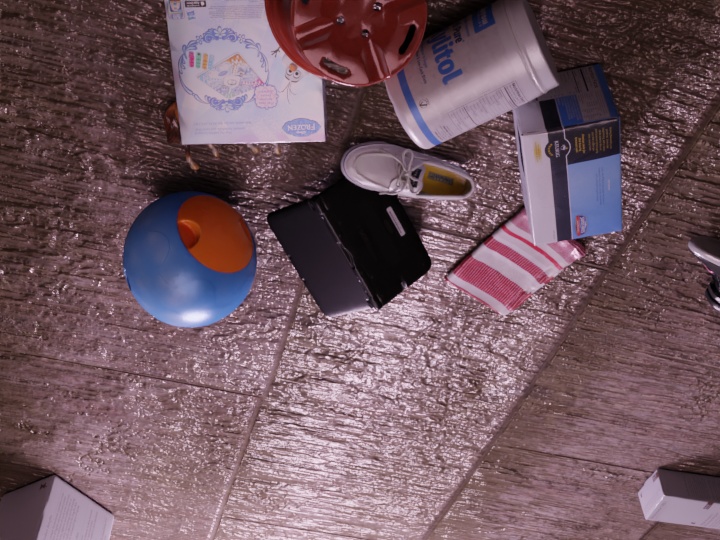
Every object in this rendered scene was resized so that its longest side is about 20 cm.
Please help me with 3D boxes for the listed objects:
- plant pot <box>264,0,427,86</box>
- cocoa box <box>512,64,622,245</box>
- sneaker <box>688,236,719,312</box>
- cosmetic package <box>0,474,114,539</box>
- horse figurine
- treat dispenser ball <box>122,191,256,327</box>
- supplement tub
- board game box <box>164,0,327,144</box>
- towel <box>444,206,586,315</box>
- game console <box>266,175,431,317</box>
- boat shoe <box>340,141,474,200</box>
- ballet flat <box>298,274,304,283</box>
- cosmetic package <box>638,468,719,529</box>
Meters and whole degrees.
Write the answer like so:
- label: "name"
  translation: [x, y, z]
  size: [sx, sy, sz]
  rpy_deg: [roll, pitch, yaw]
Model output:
- label: "plant pot"
  translation: [-0.010, -0.302, 0.997]
  size: [0.197, 0.196, 0.204]
  rpy_deg: [-2, 112, -6]
- label: "cocoa box"
  translation: [0.288, -0.158, 1.219]
  size: [0.129, 0.135, 0.202]
  rpy_deg: [-9, 133, 9]
- label: "sneaker"
  translation: [0.589, 0.016, 1.428]
  size: [0.198, 0.071, 0.100]
  rpy_deg: [21, 126, -24]
- label: "cosmetic package"
  translation: [-0.679, 0.587, 1.916]
  size: [0.165, 0.169, 0.200]
  rpy_deg: [-23, 129, 21]
- label: "horse figurine"
  translation: [-0.197, -0.216, 1.222]
  size: [0.197, 0.050, 0.134]
  rpy_deg: [-7, 125, 14]
- label: "treat dispenser ball"
  translation: [-0.255, -0.017, 1.311]
  size: [0.197, 0.203, 0.203]
  rpy_deg: [0, 134, 0]
- label: "supplement tub"
  translation: [0.142, -0.255, 1.130]
  size: [0.198, 0.133, 0.132]
  rpy_deg: [-24, 130, 21]
- label: "board game box"
  translation: [-0.146, -0.268, 1.141]
  size: [0.196, 0.044, 0.202]
  rpy_deg: [-1, 115, 2]
- label: "towel"
  translation: [0.254, -0.010, 1.440]
  size: [0.143, 0.023, 0.200]
  rpy_deg: [30, 127, -24]
- label: "game console"
  translation: [-0.017, -0.046, 1.357]
  size: [0.175, 0.116, 0.202]
  rpy_deg: [-36, 110, -13]
- label: "boat shoe"
  translation: [0.072, -0.135, 1.260]
  size: [0.199, 0.086, 0.076]
  rpy_deg: [13, 99, -14]
- label: "ballet flat"
  translation: [0.000, 0.000, 1.431]
  size: [0.197, 0.069, 0.073]
  rpy_deg: [-16, 149, 9]
- label: "cosmetic package"
  translation: [0.717, 0.496, 1.889]
  size: [0.197, 0.075, 0.103]
  rpy_deg: [8, 133, -9]
